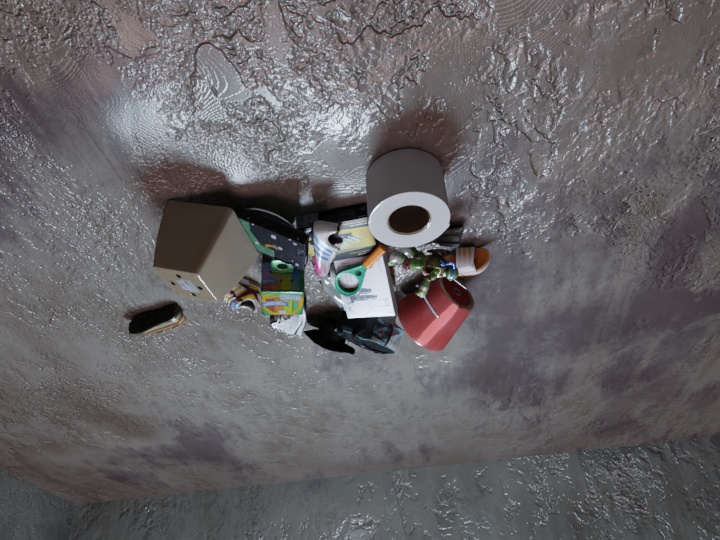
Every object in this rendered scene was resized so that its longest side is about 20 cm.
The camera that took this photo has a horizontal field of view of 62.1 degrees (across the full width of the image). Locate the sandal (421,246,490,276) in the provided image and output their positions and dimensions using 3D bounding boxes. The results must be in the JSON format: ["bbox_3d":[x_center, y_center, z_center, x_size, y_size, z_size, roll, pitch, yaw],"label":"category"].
[{"bbox_3d":[0.271,-0.024,1.721,0.202,0.081,0.059,-12,151,15],"label":"sandal"}]

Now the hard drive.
[{"bbox_3d":[-0.227,-0.081,1.539,0.196,0.038,0.140,21,152,5],"label":"hard drive"}]

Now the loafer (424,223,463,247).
[{"bbox_3d":[0.188,-0.108,1.624,0.196,0.072,0.064,4,125,-21],"label":"loafer"}]

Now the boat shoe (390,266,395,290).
[{"bbox_3d":[0.076,0.053,1.829,0.070,0.064,0.202,-5,146,-2],"label":"boat shoe"}]

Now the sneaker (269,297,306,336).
[{"bbox_3d":[-0.234,0.153,1.928,0.113,0.077,0.202,3,146,-12],"label":"sneaker"}]

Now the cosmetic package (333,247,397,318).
[{"bbox_3d":[0.016,0.039,1.727,0.148,0.052,0.203,-6,118,15],"label":"cosmetic package"}]

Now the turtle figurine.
[{"bbox_3d":[0.178,0.016,1.653,0.192,0.145,0.201,29,161,28],"label":"turtle figurine"}]

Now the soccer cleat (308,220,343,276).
[{"bbox_3d":[-0.085,-0.051,1.568,0.084,0.071,0.202,0,144,5],"label":"soccer cleat"}]

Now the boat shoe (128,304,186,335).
[{"bbox_3d":[-0.651,0.173,1.924,0.196,0.077,0.074,-15,146,17],"label":"boat shoe"}]

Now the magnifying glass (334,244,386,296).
[{"bbox_3d":[0.000,0.000,1.666,0.079,0.022,0.200,40,120,-9],"label":"magnifying glass"}]

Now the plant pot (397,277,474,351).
[{"bbox_3d":[0.240,0.116,1.835,0.198,0.203,0.178,22,127,-31],"label":"plant pot"}]

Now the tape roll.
[{"bbox_3d":[0.112,-0.173,1.452,0.198,0.141,0.204,-3,145,-2],"label":"tape roll"}]

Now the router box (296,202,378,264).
[{"bbox_3d":[-0.060,-0.096,1.618,0.196,0.053,0.158,-10,143,9],"label":"router box"}]

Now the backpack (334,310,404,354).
[{"bbox_3d":[0.042,0.182,1.904,0.174,0.156,0.199,5,154,46],"label":"backpack"}]

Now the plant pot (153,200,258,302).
[{"bbox_3d":[-0.406,-0.036,1.516,0.196,0.180,0.201,9,149,20],"label":"plant pot"}]

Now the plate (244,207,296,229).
[{"bbox_3d":[-0.233,-0.107,1.572,0.196,0.026,0.201,16,151,9],"label":"plate"}]

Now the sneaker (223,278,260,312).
[{"bbox_3d":[-0.387,0.064,1.779,0.197,0.092,0.075,17,140,-26],"label":"sneaker"}]

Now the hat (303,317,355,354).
[{"bbox_3d":[-0.094,0.203,1.976,0.197,0.200,0.082,17,97,-26],"label":"hat"}]

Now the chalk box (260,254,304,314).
[{"bbox_3d":[-0.219,0.031,1.694,0.122,0.126,0.201,1,153,-5],"label":"chalk box"}]

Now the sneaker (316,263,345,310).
[{"bbox_3d":[-0.077,0.049,1.812,0.078,0.075,0.202,-3,139,16],"label":"sneaker"}]
